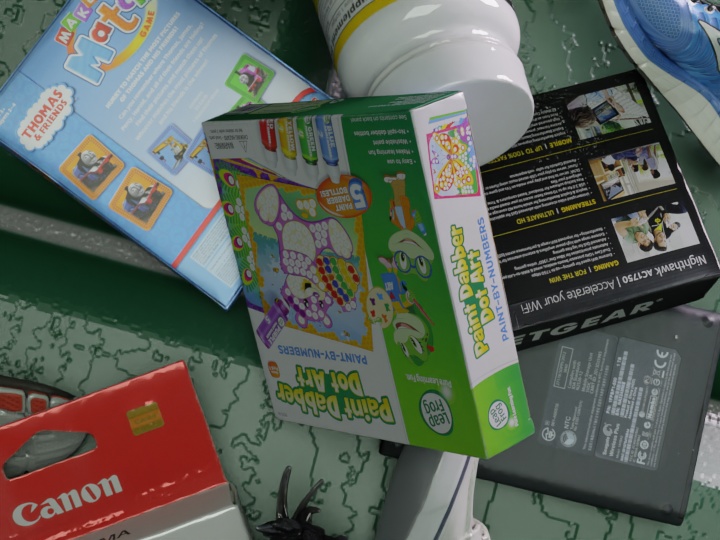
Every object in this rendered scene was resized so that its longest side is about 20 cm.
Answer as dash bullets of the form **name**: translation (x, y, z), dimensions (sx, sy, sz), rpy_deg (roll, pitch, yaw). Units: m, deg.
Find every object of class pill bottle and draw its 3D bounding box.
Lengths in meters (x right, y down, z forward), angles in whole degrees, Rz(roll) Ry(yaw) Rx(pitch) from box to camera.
- **pill bottle**: translation (0.030, -0.163, 0.964), dimensions (0.114, 0.114, 0.201), rpy_deg (-15, 61, -4)

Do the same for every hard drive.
- **hard drive**: translation (0.123, 0.073, 1.023), dimensions (0.199, 0.033, 0.140), rpy_deg (14, 84, -2)

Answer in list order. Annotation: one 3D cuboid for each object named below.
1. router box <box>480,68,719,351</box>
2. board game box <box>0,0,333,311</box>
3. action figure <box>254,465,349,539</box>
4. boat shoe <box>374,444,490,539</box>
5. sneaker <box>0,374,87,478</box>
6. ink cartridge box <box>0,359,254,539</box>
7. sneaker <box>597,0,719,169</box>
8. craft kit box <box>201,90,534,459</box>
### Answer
- **router box**: translation (0.106, -0.032, 0.996), dimensions (0.199, 0.051, 0.150), rpy_deg (-14, 71, -11)
- **board game box**: translation (-0.122, -0.093, 1.022), dimensions (0.200, 0.037, 0.152), rpy_deg (36, 84, -1)
- **action figure**: translation (-0.034, 0.219, 0.920), dimensions (0.102, 0.119, 0.201), rpy_deg (-29, 56, 14)
- **boat shoe**: translation (0.048, 0.176, 0.979), dimensions (0.065, 0.072, 0.201), rpy_deg (12, 99, -16)
- **sneaker**: translation (-0.266, 0.073, 0.981), dimensions (0.199, 0.082, 0.077), rpy_deg (8, 126, -23)
- **ink cartridge box**: translation (-0.169, 0.172, 0.966), dimensions (0.199, 0.045, 0.177), rpy_deg (-20, 107, -5)
- **sneaker**: translation (0.218, -0.149, 1.002), dimensions (0.089, 0.079, 0.200), rpy_deg (-39, 110, 18)
- **craft kit box**: translation (0.000, 0.000, 0.921), dimensions (0.048, 0.200, 0.199), rpy_deg (-26, 108, -35)
